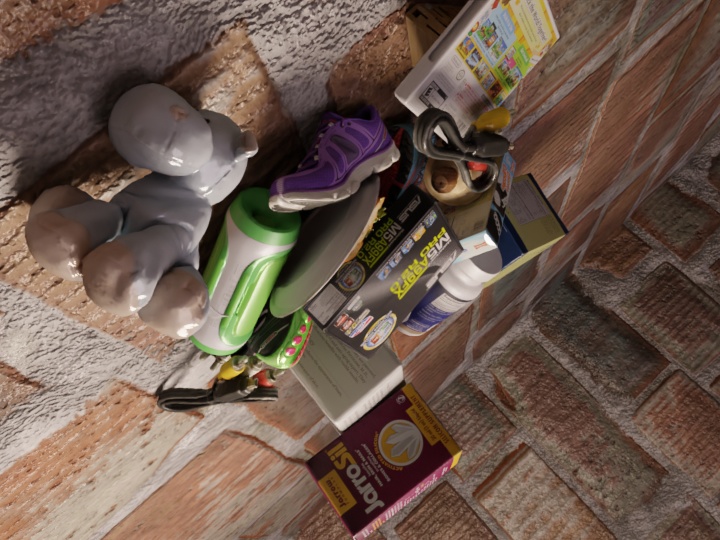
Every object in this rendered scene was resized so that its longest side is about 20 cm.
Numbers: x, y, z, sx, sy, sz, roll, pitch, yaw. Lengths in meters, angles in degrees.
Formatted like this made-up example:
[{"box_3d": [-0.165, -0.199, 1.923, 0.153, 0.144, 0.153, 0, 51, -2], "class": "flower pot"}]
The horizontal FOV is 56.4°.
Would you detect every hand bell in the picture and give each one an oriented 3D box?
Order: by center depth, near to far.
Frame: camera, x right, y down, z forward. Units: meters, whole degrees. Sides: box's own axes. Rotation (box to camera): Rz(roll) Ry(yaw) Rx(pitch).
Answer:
[{"box_3d": [0.118, -0.124, 0.890, 0.104, 0.104, 0.200, -51, 178, 19], "class": "hand bell"}]

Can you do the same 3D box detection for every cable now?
[{"box_3d": [0.108, -0.137, 0.748, 0.199, 0.050, 0.098, -8, 128, -46], "class": "cable"}, {"box_3d": [-0.187, 0.158, 0.912, 0.198, 0.051, 0.097, -19, 145, 35], "class": "cable"}, {"box_3d": [-0.144, 0.058, 0.931, 0.201, 0.050, 0.097, -54, 144, -9], "class": "cable"}]

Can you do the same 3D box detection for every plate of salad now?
[{"box_3d": [-0.037, -0.027, 0.777, 0.200, 0.048, 0.201, -45, -157, 25], "class": "plate of salad"}]

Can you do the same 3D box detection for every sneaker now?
[{"box_3d": [-0.036, -0.122, 0.722, 0.080, 0.084, 0.200, -8, -156, 37], "class": "sneaker"}, {"box_3d": [-0.089, 0.026, 0.870, 0.077, 0.083, 0.202, 90, 19, -56], "class": "sneaker"}, {"box_3d": [0.048, -0.110, 0.909, 0.095, 0.079, 0.201, -28, 155, -44], "class": "sneaker"}]

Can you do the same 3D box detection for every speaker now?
[{"box_3d": [-0.137, 0.006, 0.767, 0.088, 0.088, 0.201, -20, 149, -48], "class": "speaker"}]

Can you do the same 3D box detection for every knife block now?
[{"box_3d": [0.101, -0.222, 0.809, 0.199, 0.064, 0.176, -21, 149, -47], "class": "knife block"}]

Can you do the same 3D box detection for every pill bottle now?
[{"box_3d": [0.131, 0.015, 1.110, 0.115, 0.116, 0.200, -19, 163, -49], "class": "pill bottle"}]

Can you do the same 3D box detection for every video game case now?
[{"box_3d": [0.136, -0.229, 0.739, 0.182, 0.023, 0.200, -49, 158, 13], "class": "video game case"}]

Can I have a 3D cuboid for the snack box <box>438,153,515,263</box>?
[{"box_3d": [0.167, -0.094, 1.022, 0.115, 0.037, 0.201, -22, -148, 38], "class": "snack box"}]

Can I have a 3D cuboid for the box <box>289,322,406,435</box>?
[{"box_3d": [-0.038, 0.143, 1.060, 0.130, 0.200, 0.199, -37, 159, -11], "class": "box"}]

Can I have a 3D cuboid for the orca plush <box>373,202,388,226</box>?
[{"box_3d": [0.000, 0.000, 0.903, 0.071, 0.105, 0.200, -50, 178, -38], "class": "orca plush"}]

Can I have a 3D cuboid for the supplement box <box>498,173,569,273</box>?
[{"box_3d": [0.230, -0.056, 1.216, 0.199, 0.135, 0.200, -20, 166, -49], "class": "supplement box"}]

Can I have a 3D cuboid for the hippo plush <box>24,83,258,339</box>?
[{"box_3d": [-0.143, -0.051, 0.535, 0.199, 0.159, 0.162, 28, 97, -49], "class": "hippo plush"}]

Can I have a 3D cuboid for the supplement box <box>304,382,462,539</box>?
[{"box_3d": [0.035, 0.286, 1.006, 0.199, 0.131, 0.103, -35, 158, -12], "class": "supplement box"}]

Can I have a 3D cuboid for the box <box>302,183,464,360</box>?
[{"box_3d": [0.036, 0.009, 0.843, 0.200, 0.044, 0.160, -48, 151, -2], "class": "box"}]

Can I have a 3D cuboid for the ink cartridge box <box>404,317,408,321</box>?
[{"box_3d": [0.041, -0.012, 1.017, 0.066, 0.117, 0.201, -16, 149, -20], "class": "ink cartridge box"}]
